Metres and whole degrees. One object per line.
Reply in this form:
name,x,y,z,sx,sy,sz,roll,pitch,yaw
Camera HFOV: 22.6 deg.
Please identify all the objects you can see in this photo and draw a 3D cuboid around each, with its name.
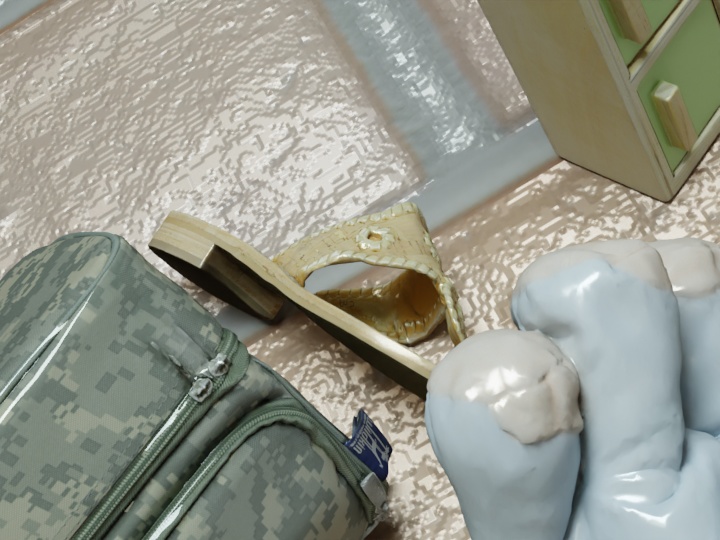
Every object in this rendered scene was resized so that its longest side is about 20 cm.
hippo plush,0.114,0.087,0.583,0.161,0.159,0.200,20,68,41
sandal,-0.003,-0.003,0.761,0.212,0.078,0.070,24,78,41
lunch bag,-0.100,0.103,0.681,0.200,0.168,0.139,-52,21,-17
toy refrigerator,0.095,-0.118,0.709,0.070,0.200,0.076,27,73,36
